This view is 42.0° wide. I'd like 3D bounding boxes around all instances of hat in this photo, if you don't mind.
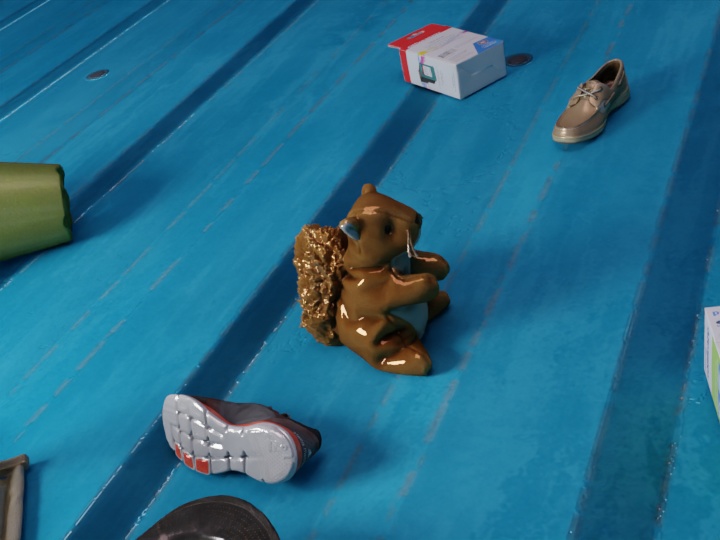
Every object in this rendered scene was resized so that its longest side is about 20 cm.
[{"bbox_3d":[-0.147,0.296,0.802,0.199,0.081,0.201,-18,31,11],"label":"hat"}]

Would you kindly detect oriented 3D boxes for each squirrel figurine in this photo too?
[{"bbox_3d":[0.000,0.000,1.078,0.198,0.188,0.142,3,37,25],"label":"squirrel figurine"}]

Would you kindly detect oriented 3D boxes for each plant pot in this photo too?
[{"bbox_3d":[-0.551,-0.093,1.458,0.188,0.202,0.200,-7,31,-13],"label":"plant pot"}]

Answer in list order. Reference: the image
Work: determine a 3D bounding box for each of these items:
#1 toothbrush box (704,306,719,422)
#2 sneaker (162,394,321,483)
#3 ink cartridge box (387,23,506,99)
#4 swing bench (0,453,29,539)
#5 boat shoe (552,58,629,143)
[{"bbox_3d":[0.402,0.118,0.844,0.144,0.087,0.201,-6,33,12],"label":"toothbrush box"},{"bbox_3d":[-0.126,0.175,0.999,0.199,0.078,0.082,13,15,34],"label":"sneaker"},{"bbox_3d":[0.153,-0.381,1.688,0.116,0.068,0.200,-30,36,-23],"label":"ink cartridge box"},{"bbox_3d":[-0.414,0.198,0.928,0.129,0.201,0.199,-9,31,-12],"label":"swing bench"},{"bbox_3d":[0.350,-0.260,1.437,0.071,0.065,0.200,12,42,35],"label":"boat shoe"}]
